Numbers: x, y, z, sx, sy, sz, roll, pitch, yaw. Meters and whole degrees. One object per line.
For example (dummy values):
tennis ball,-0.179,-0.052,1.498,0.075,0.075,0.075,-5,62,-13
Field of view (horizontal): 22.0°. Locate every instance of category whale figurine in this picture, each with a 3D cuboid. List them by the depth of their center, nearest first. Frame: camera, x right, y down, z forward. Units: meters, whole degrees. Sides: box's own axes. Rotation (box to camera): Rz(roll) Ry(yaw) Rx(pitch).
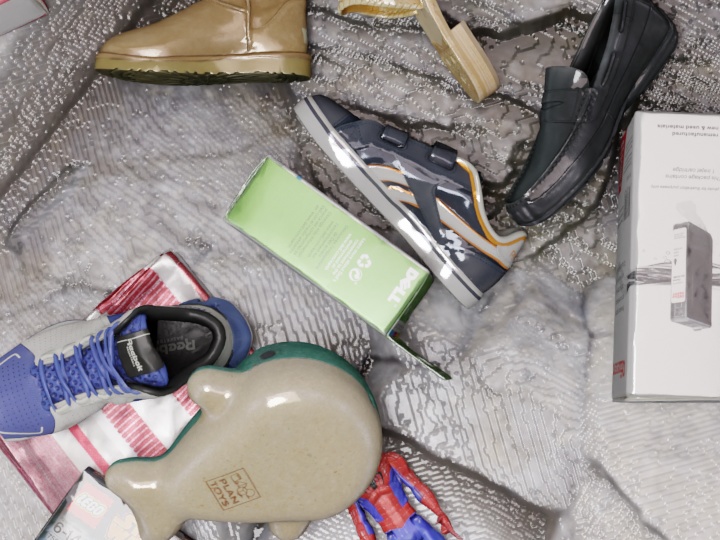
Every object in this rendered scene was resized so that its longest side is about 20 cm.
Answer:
whale figurine,-0.082,0.125,1.341,0.199,0.104,0.159,-25,118,11

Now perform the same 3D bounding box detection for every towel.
towel,-0.177,0.099,1.415,0.200,0.023,0.144,-40,85,0

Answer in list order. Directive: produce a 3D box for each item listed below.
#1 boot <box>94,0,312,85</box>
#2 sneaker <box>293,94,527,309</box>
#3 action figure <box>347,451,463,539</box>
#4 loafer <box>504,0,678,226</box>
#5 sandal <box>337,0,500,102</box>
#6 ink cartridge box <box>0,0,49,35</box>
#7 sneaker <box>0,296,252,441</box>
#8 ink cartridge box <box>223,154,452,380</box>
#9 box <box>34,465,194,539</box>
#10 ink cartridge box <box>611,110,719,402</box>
boot,-0.117,-0.244,1.420,0.174,0.066,0.201,-1,86,-9
sneaker,0.040,-0.069,1.387,0.079,0.078,0.200,-43,96,4
action figure,0.040,0.202,1.381,0.065,0.052,0.200,-36,82,4
loafer,0.159,-0.123,1.373,0.070,0.068,0.201,39,75,-19
sandal,0.018,-0.205,1.399,0.069,0.078,0.212,-35,89,-6
ink cartridge box,-0.347,-0.265,1.423,0.147,0.086,0.201,-23,83,2
sneaker,-0.180,0.062,1.350,0.198,0.115,0.081,-16,85,0
ink cartridge box,0.000,0.000,1.370,0.200,0.104,0.059,36,89,6
box,-0.162,0.259,1.381,0.200,0.040,0.137,35,88,-1
ink cartridge box,0.228,-0.004,1.335,0.083,0.144,0.201,3,86,4
